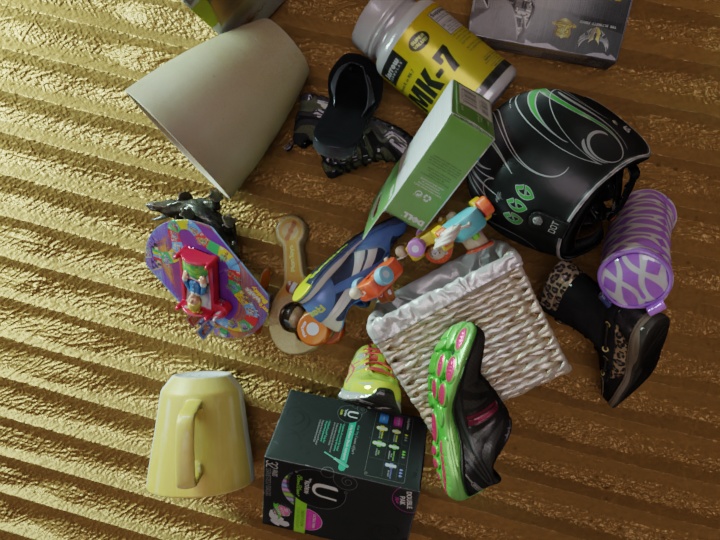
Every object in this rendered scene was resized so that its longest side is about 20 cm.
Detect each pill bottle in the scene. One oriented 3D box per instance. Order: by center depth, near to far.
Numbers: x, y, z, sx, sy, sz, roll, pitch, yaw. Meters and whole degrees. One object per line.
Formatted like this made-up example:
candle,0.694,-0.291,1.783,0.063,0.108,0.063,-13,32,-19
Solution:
pill bottle,0.093,-0.275,0.774,0.200,0.114,0.114,40,98,3

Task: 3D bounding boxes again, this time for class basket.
basket,0.131,0.077,0.757,0.199,0.198,0.161,-27,93,8

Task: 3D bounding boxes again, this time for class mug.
mug,-0.215,0.224,0.830,0.149,0.186,0.154,3,85,-37

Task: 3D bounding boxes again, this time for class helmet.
helmet,0.226,-0.126,0.725,0.200,0.200,0.191,-49,59,8

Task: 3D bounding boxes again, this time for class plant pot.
plant pot,-0.171,-0.233,0.790,0.187,0.187,0.200,44,83,2

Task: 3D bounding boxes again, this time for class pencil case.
pencil case,0.346,-0.029,0.724,0.085,0.200,0.084,42,132,-2

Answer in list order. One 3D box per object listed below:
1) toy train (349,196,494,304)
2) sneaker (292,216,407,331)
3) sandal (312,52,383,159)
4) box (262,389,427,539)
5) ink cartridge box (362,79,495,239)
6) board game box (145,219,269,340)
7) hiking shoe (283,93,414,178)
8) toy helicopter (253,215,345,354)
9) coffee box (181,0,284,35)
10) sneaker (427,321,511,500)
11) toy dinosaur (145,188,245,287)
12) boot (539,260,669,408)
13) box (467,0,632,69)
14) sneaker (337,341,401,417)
toy train,0.080,-0.013,0.701,0.056,0.150,0.200,52,143,-7
sneaker,0.000,0.000,0.803,0.200,0.074,0.082,-43,98,-22
sandal,-0.011,-0.223,0.761,0.076,0.043,0.201,9,51,0
box,-0.020,0.273,0.802,0.199,0.125,0.149,11,124,5
ink cartridge box,0.081,-0.120,0.724,0.059,0.104,0.200,27,127,-12
board game box,-0.223,0.025,0.821,0.158,0.039,0.200,-25,111,36
hiking shoe,-0.006,-0.169,0.822,0.199,0.076,0.101,26,106,13
toy helicopter,-0.101,0.021,0.853,0.131,0.079,0.201,-7,83,16
coffee box,-0.182,-0.448,0.748,0.200,0.198,0.200,-42,87,8
sneaker,0.122,0.149,0.647,0.083,0.077,0.201,-5,104,-12
toy dinosaur,-0.208,-0.056,0.846,0.200,0.102,0.077,41,74,-8
boot,0.313,0.084,0.785,0.073,0.200,0.151,-37,53,-15
box,0.252,-0.367,0.780,0.199,0.048,0.159,13,96,6
sneaker,0.017,0.134,0.781,0.078,0.200,0.091,19,85,-7
